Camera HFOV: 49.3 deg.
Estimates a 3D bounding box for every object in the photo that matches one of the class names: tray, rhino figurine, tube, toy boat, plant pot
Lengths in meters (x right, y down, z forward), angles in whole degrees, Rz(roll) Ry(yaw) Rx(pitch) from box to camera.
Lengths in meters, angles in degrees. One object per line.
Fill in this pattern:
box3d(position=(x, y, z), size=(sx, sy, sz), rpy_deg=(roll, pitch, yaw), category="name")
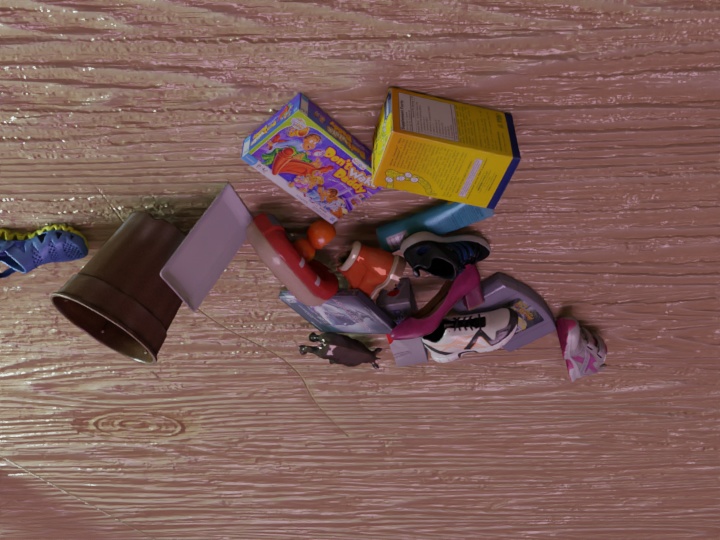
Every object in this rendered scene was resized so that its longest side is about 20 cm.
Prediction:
box3d(position=(-0.254, -0.040, 1.305), size=(0.022, 0.200, 0.108), rpy_deg=(11, 148, 36), category="tray")
box3d(position=(-0.025, 0.166, 1.596), size=(0.087, 0.060, 0.200), rpy_deg=(-5, 162, 43), category="rhino figurine")
box3d(position=(0.127, -0.083, 1.347), size=(0.199, 0.051, 0.077), rpy_deg=(-19, 149, 16), category="tube")
box3d(position=(-0.096, -0.035, 1.365), size=(0.131, 0.131, 0.200), rpy_deg=(-39, 131, -1), category="toy boat")
box3d(position=(-0.375, 0.022, 1.318), size=(0.200, 0.199, 0.200), rpy_deg=(25, 155, 13), category="plant pot")

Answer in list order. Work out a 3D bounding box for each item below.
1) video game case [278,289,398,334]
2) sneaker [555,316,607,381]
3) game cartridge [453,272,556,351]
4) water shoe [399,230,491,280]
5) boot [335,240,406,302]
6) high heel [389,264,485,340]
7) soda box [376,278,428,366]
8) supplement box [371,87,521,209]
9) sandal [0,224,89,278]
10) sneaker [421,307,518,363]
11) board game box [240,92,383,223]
box3d(position=(-0.041, 0.079, 1.488), size=(0.199, 0.019, 0.143), rpy_deg=(-1, 147, 41), category="video game case")
box3d(position=(0.451, 0.150, 1.587), size=(0.088, 0.082, 0.200), rpy_deg=(-15, 144, 14), category="sneaker")
box3d(position=(0.292, 0.084, 1.541), size=(0.133, 0.041, 0.200), rpy_deg=(-35, 128, 28), category="game cartridge")
box3d(position=(0.153, -0.016, 1.357), size=(0.199, 0.079, 0.072), rpy_deg=(2, 148, -36), category="water shoe")
box3d(position=(0.000, 0.000, 1.398), size=(0.107, 0.075, 0.200), rpy_deg=(22, 158, -11), category="boot")
box3d(position=(0.132, 0.053, 1.444), size=(0.199, 0.067, 0.096), rpy_deg=(-27, 111, -14), category="high heel")
box3d(position=(0.083, 0.105, 1.542), size=(0.068, 0.064, 0.200), rpy_deg=(-8, 137, 10), category="soda box")
box3d(position=(0.124, -0.183, 1.186), size=(0.199, 0.109, 0.110), rpy_deg=(10, 137, -11), category="supplement box")
box3d(position=(-0.578, -0.027, 1.382), size=(0.199, 0.087, 0.080), rpy_deg=(-6, 136, 4), category="sandal")
box3d(position=(0.206, 0.117, 1.498), size=(0.200, 0.074, 0.080), rpy_deg=(-25, 130, 26), category="sneaker")
box3d(position=(-0.069, -0.173, 1.246), size=(0.134, 0.045, 0.200), rpy_deg=(-33, 129, 31), category="board game box")
